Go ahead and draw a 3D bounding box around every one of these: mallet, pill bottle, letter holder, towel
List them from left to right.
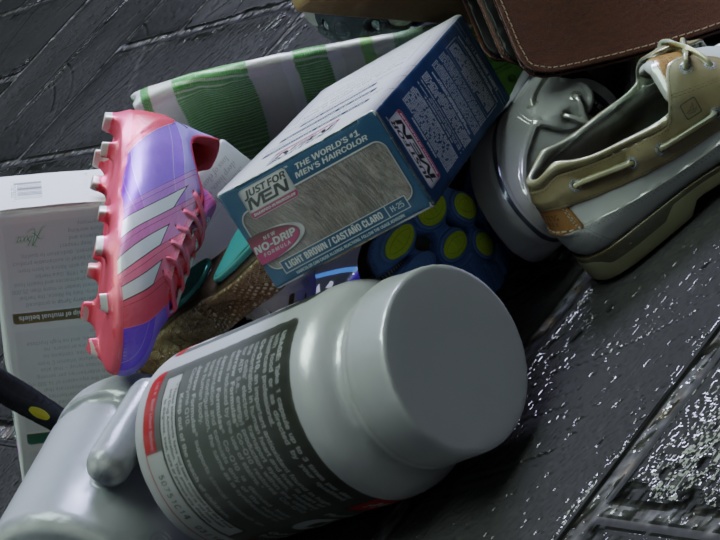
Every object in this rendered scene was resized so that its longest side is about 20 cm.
[{"bbox_3d":[-0.180,0.097,1.439,0.066,0.200,0.041,-50,44,13],"label":"mallet"},{"bbox_3d":[-0.040,-0.108,1.579,0.200,0.023,0.153,-11,-16,2],"label":"towel"},{"bbox_3d":[-0.016,0.070,1.255,0.200,0.114,0.114,-23,28,47],"label":"pill bottle"},{"bbox_3d":[0.162,-0.173,1.365,0.200,0.142,0.101,-19,-20,-5],"label":"letter holder"}]

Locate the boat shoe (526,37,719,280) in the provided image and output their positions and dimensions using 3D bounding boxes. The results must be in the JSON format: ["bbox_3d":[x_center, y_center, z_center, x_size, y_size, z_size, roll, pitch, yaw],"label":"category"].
[{"bbox_3d":[0.174,-0.085,1.267,0.200,0.068,0.075,-44,19,0],"label":"boat shoe"}]

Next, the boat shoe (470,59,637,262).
[{"bbox_3d":[0.114,-0.081,1.376,0.065,0.074,0.200,-37,20,32],"label":"boat shoe"}]

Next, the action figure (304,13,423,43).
[{"bbox_3d":[-0.029,-0.206,1.581,0.200,0.194,0.105,-4,30,39],"label":"action figure"}]

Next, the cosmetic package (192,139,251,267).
[{"bbox_3d":[-0.100,-0.014,1.590,0.102,0.074,0.200,-53,1,-11],"label":"cosmetic package"}]

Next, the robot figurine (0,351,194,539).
[{"bbox_3d":[-0.134,0.137,1.361,0.200,0.113,0.170,-65,-6,-45],"label":"robot figurine"}]

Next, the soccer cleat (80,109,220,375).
[{"bbox_3d":[-0.118,-0.019,1.409,0.200,0.076,0.067,-95,17,-47],"label":"soccer cleat"}]

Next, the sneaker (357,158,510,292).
[{"bbox_3d":[0.036,-0.015,1.351,0.083,0.071,0.200,-22,9,20],"label":"sneaker"}]

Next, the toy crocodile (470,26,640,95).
[{"bbox_3d":[0.115,-0.139,1.502,0.200,0.068,0.062,-30,22,22],"label":"toy crocodile"}]

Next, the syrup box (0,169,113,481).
[{"bbox_3d":[-0.182,0.044,1.525,0.081,0.200,0.079,-6,18,-7],"label":"syrup box"}]

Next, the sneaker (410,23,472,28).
[{"bbox_3d":[0.045,-0.156,1.691,0.200,0.076,0.114,-35,17,16],"label":"sneaker"}]

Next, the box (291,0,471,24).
[{"bbox_3d":[0.076,-0.208,1.431,0.163,0.021,0.200,-1,-27,-44],"label":"box"}]

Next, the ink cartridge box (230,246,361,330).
[{"bbox_3d":[0.000,0.000,1.489,0.200,0.043,0.198,-14,35,55],"label":"ink cartridge box"}]

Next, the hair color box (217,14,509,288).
[{"bbox_3d":[0.007,-0.067,1.302,0.100,0.061,0.200,-28,10,23],"label":"hair color box"}]

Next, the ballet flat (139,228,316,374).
[{"bbox_3d":[-0.064,0.010,1.418,0.200,0.065,0.071,-39,20,46],"label":"ballet flat"}]
